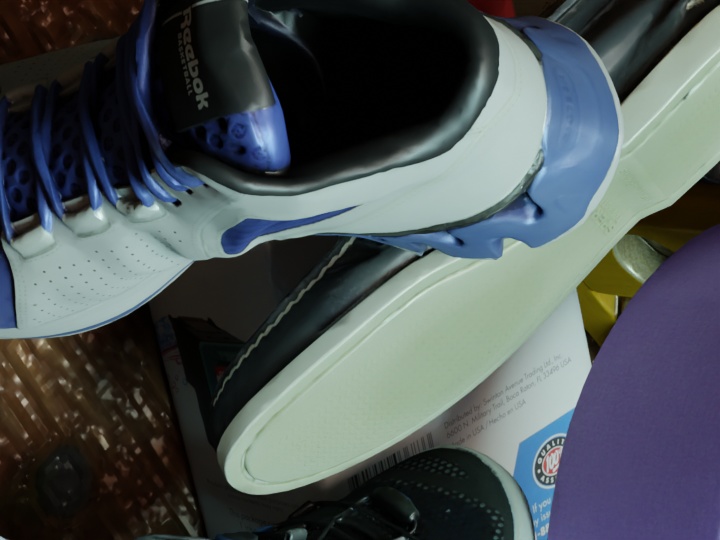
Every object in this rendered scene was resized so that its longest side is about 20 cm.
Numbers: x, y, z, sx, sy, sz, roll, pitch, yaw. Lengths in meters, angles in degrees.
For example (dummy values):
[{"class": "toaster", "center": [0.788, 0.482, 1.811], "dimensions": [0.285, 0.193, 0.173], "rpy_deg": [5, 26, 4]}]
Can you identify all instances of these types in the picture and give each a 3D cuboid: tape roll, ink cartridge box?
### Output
[{"class": "tape roll", "center": [0.144, 0.083, 0.860], "dimensions": [0.199, 0.065, 0.201], "rpy_deg": [-3, 94, -44]}, {"class": "ink cartridge box", "center": [0.000, 0.000, 0.886], "dimensions": [0.116, 0.067, 0.201], "rpy_deg": [-27, 114, -37]}]

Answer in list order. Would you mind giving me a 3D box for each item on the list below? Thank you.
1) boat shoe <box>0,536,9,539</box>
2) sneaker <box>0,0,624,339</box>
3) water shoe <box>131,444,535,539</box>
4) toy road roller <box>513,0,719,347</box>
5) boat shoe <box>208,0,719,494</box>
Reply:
[{"class": "boat shoe", "center": [-0.093, 0.117, 0.812], "dimensions": [0.200, 0.072, 0.062], "rpy_deg": [39, 67, -43]}, {"class": "sneaker", "center": [-0.043, -0.041, 0.737], "dimensions": [0.115, 0.198, 0.081], "rpy_deg": [35, 48, -67]}, {"class": "water shoe", "center": [-0.027, 0.099, 0.778], "dimensions": [0.200, 0.071, 0.079], "rpy_deg": [-42, 134, -30]}, {"class": "toy road roller", "center": [0.124, -0.056, 0.958], "dimensions": [0.146, 0.123, 0.200], "rpy_deg": [-55, 128, -23]}, {"class": "boat shoe", "center": [0.028, -0.022, 0.815], "dimensions": [0.199, 0.066, 0.075], "rpy_deg": [-43, 152, 2]}]
